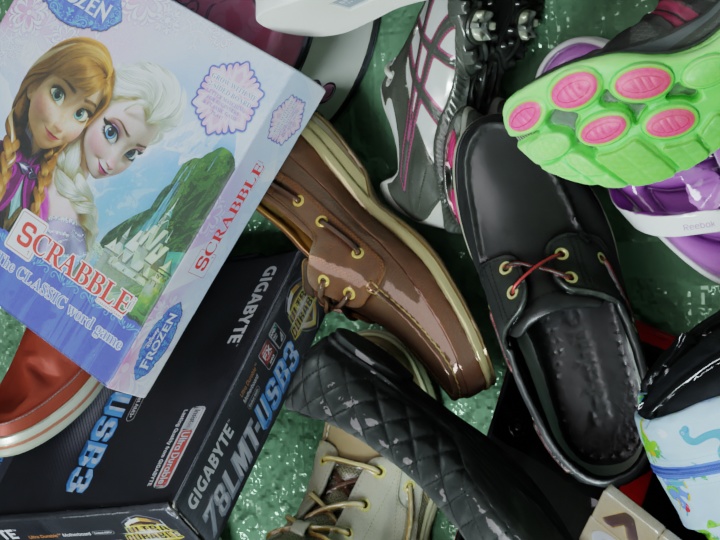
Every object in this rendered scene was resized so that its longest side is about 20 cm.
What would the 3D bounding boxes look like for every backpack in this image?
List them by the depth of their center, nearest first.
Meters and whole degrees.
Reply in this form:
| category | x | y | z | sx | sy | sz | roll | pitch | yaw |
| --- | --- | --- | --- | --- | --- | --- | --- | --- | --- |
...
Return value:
| category | x | y | z | sx | sy | sz | roll | pitch | yaw |
| --- | --- | --- | --- | --- | --- | --- | --- | --- | --- |
| backpack | 0.221 | 0.053 | 0.752 | 0.199 | 0.163 | 0.154 | -13 | 108 | 22 |

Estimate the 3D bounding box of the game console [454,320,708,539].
| category | x | y | z | sx | sy | sz | roll | pitch | yaw |
| --- | --- | --- | --- | --- | --- | --- | --- | --- | --- |
| game console | 0.141 | 0.130 | 0.898 | 0.176 | 0.031 | 0.201 | 23 | 107 | 25 |

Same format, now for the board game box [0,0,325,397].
| category | x | y | z | sx | sy | sz | roll | pitch | yaw |
| --- | --- | --- | --- | --- | --- | --- | --- | --- | --- |
| board game box | -0.150 | -0.064 | 0.951 | 0.200 | 0.041 | 0.200 | 31 | 92 | 28 |

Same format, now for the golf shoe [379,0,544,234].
| category | x | y | z | sx | sy | sz | roll | pitch | yaw |
| --- | --- | --- | --- | --- | --- | --- | --- | --- | --- |
| golf shoe | 0.048 | -0.120 | 0.914 | 0.088 | 0.077 | 0.201 | 10 | 99 | 39 |

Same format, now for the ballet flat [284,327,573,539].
| category | x | y | z | sx | sy | sz | roll | pitch | yaw |
| --- | --- | --- | --- | --- | --- | --- | --- | --- | --- |
| ballet flat | 0.039 | 0.105 | 0.871 | 0.200 | 0.066 | 0.057 | 41 | 106 | 33 |

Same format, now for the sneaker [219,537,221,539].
| category | x | y | z | sx | sy | sz | roll | pitch | yaw |
| --- | --- | --- | --- | --- | --- | --- | --- | --- | --- |
| sneaker | -0.164 | 0.208 | 1.097 | 0.199 | 0.075 | 0.089 | -4 | 79 | 28 |

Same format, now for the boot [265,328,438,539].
| category | x | y | z | sx | sy | sz | roll | pitch | yaw |
| --- | --- | --- | --- | --- | --- | --- | --- | --- | --- |
| boot | -0.022 | 0.139 | 0.930 | 0.072 | 0.154 | 0.201 | 7 | 99 | 33 |

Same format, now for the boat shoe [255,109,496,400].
| category | x | y | z | sx | sy | sz | roll | pitch | yaw |
| --- | --- | --- | --- | --- | --- | --- | --- | --- | --- |
| boat shoe | 0.000 | 0.000 | 0.943 | 0.067 | 0.072 | 0.200 | -34 | 69 | -12 |

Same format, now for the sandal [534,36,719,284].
| category | x | y | z | sx | sy | sz | roll | pitch | yaw |
| --- | --- | --- | --- | --- | --- | --- | --- | --- | --- |
| sandal | 0.162 | -0.049 | 0.853 | 0.202 | 0.050 | 0.083 | 36 | 113 | 27 |

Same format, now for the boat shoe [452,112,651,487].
| category | x | y | z | sx | sy | sz | roll | pitch | yaw |
| --- | --- | --- | --- | --- | --- | --- | --- | --- | --- |
| boat shoe | 0.100 | 0.013 | 0.846 | 0.073 | 0.063 | 0.202 | -20 | 86 | 7 |

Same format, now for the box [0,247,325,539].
| category | x | y | z | sx | sy | sz | roll | pitch | yaw |
| --- | --- | --- | --- | --- | --- | --- | --- | --- | --- |
| box | -0.135 | 0.080 | 0.996 | 0.198 | 0.200 | 0.050 | -10 | 131 | 37 |

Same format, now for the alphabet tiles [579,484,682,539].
| category | x | y | z | sx | sy | sz | roll | pitch | yaw |
| --- | --- | --- | --- | --- | --- | --- | --- | --- | --- |
| alphabet tiles | 0.186 | 0.184 | 0.795 | 0.200 | 0.008 | 0.167 | 38 | 155 | 16 |

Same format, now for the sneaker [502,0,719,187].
| category | x | y | z | sx | sy | sz | roll | pitch | yaw |
| --- | --- | --- | --- | --- | --- | --- | --- | --- | --- |
| sneaker | 0.165 | -0.104 | 0.818 | 0.199 | 0.084 | 0.077 | -23 | 113 | 14 |

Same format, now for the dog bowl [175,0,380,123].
| category | x | y | z | sx | sy | sz | roll | pitch | yaw |
| --- | --- | --- | --- | --- | --- | --- | --- | --- | --- |
| dog bowl | -0.088 | -0.166 | 1.006 | 0.199 | 0.074 | 0.201 | 2 | 94 | 35 |

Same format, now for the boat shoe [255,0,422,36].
| category | x | y | z | sx | sy | sz | roll | pitch | yaw |
| --- | --- | --- | --- | --- | --- | --- | --- | --- | --- |
| boat shoe | 0.019 | -0.174 | 0.855 | 0.200 | 0.072 | 0.069 | -15 | 70 | 53 |

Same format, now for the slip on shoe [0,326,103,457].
| category | x | y | z | sx | sy | sz | roll | pitch | yaw |
| --- | --- | --- | --- | --- | --- | --- | --- | --- | --- |
| slip on shoe | -0.172 | 0.025 | 0.999 | 0.074 | 0.061 | 0.200 | 4 | 52 | 44 |
